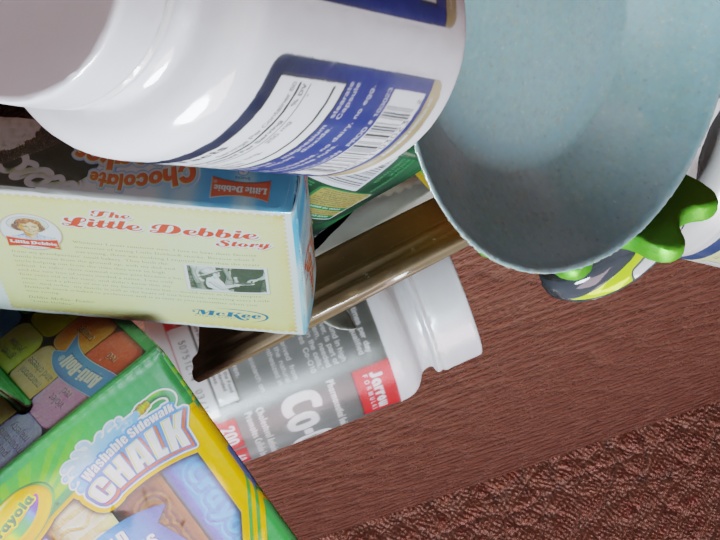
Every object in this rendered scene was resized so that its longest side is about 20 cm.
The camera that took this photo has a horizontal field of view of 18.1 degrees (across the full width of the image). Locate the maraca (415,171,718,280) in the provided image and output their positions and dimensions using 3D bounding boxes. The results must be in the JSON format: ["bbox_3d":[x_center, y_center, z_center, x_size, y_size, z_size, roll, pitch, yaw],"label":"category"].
[{"bbox_3d":[0.083,-0.065,1.037,0.137,0.200,0.107,-13,133,-13],"label":"maraca"}]

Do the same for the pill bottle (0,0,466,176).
[{"bbox_3d":[-0.055,-0.091,0.767,0.111,0.111,0.200,-28,166,26],"label":"pill bottle"}]

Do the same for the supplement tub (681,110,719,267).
[{"bbox_3d":[0.249,-0.063,1.239,0.200,0.145,0.145,12,153,-25],"label":"supplement tub"}]

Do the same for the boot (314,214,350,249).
[{"bbox_3d":[0.044,-0.075,1.208,0.200,0.073,0.182,-23,172,-28],"label":"boot"}]

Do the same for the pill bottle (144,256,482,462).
[{"bbox_3d":[-0.029,0.046,1.469,0.200,0.114,0.114,-21,168,-2],"label":"pill bottle"}]

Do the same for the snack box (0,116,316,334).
[{"bbox_3d":[-0.121,-0.020,0.947,0.199,0.037,0.116,5,154,4],"label":"snack box"}]

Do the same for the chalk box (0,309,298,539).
[{"bbox_3d":[-0.136,0.086,1.036,0.124,0.200,0.125,-38,-144,-11],"label":"chalk box"}]

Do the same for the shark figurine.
[{"bbox_3d":[0.000,-0.015,1.325,0.214,0.090,0.128,-17,169,-12],"label":"shark figurine"}]

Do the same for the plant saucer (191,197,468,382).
[{"bbox_3d":[0.000,0.000,1.144,0.200,0.030,0.200,-27,179,0],"label":"plant saucer"}]

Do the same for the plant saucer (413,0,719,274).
[{"bbox_3d":[0.077,-0.100,0.928,0.201,0.202,0.039,-10,-162,-43],"label":"plant saucer"}]

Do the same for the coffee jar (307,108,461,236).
[{"bbox_3d":[-0.036,-0.060,1.006,0.085,0.105,0.200,18,150,-26],"label":"coffee jar"}]

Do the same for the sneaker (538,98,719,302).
[{"bbox_3d":[0.133,-0.080,1.136,0.081,0.200,0.074,24,180,-36],"label":"sneaker"}]
